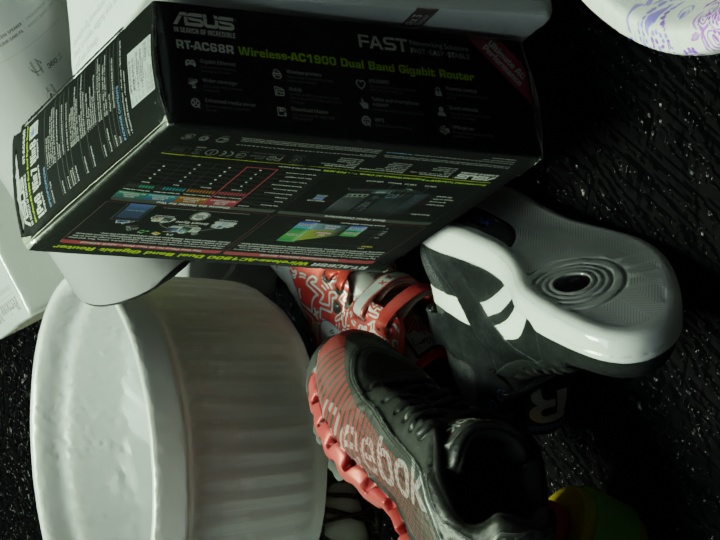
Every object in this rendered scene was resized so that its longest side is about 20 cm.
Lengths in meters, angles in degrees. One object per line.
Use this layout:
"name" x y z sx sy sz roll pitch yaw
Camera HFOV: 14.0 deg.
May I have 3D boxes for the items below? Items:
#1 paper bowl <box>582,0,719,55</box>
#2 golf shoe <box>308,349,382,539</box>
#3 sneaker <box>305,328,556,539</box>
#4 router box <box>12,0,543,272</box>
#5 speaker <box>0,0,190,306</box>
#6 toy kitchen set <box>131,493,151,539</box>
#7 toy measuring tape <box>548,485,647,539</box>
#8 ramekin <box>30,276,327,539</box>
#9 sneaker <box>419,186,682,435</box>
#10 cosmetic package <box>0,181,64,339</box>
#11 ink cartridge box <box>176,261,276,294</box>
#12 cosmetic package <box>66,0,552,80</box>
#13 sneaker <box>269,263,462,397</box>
"paper bowl" 0.142 -0.191 1.118 0.201 0.104 0.201 40 141 43
"golf shoe" -0.011 0.146 1.599 0.094 0.077 0.201 -166 79 -65
"sneaker" 0.037 0.087 1.405 0.201 0.071 0.098 58 142 39
"router box" -0.039 -0.057 1.340 0.150 0.199 0.062 -36 57 51
"speaker" -0.152 -0.083 1.405 0.081 0.081 0.200 19 146 55
"toy kitchen set" -0.074 0.146 1.755 0.163 0.180 0.201 -41 32 57
"toy measuring tape" 0.098 0.133 1.468 0.200 0.073 0.074 -140 37 -71
"ramekin" -0.096 0.097 1.557 0.200 0.105 0.201 177 90 -66
"sneaker" 0.097 0.037 1.392 0.200 0.073 0.112 37 142 58
"cosmetic package" -0.221 -0.068 1.726 0.200 0.071 0.101 62 159 0
"ink cartridge box" -0.125 -0.079 1.699 0.200 0.067 0.116 48 147 34
"cosmetic package" -0.026 -0.135 1.339 0.113 0.199 0.081 136 129 -61
"sneaker" 0.001 0.000 1.534 0.108 0.067 0.202 -14 99 61
